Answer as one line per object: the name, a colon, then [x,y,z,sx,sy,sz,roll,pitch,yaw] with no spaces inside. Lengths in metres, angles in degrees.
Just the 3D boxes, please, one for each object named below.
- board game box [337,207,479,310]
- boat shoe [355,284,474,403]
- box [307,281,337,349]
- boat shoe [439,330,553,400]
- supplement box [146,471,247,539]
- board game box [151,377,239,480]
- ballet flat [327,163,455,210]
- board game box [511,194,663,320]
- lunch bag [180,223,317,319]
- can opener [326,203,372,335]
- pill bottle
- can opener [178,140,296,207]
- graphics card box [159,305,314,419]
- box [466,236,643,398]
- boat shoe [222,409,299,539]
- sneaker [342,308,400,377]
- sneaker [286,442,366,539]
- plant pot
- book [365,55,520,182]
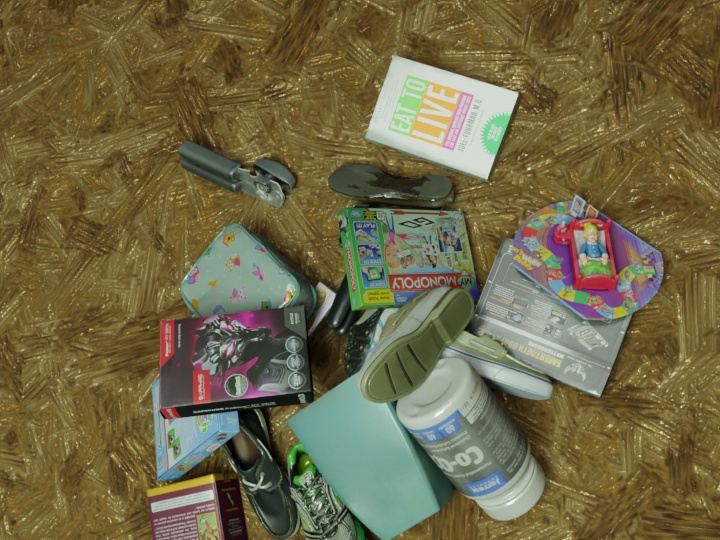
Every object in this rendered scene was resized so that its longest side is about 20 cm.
board game box: [0.069,-0.017,1.090,0.029,0.199,0.136,-30,66,55]
boat shoe: [0.061,0.093,1.006,0.200,0.075,0.068,-39,30,-29]
box: [-0.097,0.110,1.177,0.041,0.039,0.201,36,91,20]
boat shoe: [0.160,0.113,1.041,0.199,0.072,0.062,19,76,13]
supplement box: [-0.226,0.401,1.132,0.110,0.086,0.202,-15,75,12]
board game box: [-0.241,0.195,1.132,0.200,0.036,0.152,-41,50,42]
ballet flat: [0.045,-0.119,1.181,0.198,0.046,0.068,7,59,20]
board game box: [0.301,-0.027,1.045,0.158,0.039,0.200,-37,59,-22]
lunch bag: [-0.170,0.037,1.174,0.200,0.077,0.161,41,96,35]
can opener: [0.000,0.000,1.152,0.078,0.063,0.201,6,72,35]
pill bottle: [0.145,0.217,1.005,0.114,0.114,0.200,-37,110,6]
can opener: [-0.195,-0.161,1.261,0.199,0.054,0.067,26,55,19]
graphics card box: [-0.164,0.121,1.042,0.198,0.051,0.126,-5,61,-3]
box: [0.261,0.062,1.080,0.199,0.048,0.159,21,87,19]
boat shoe: [-0.150,0.292,1.130,0.071,0.068,0.201,-25,84,13]
sneaker: [0.039,0.066,1.122,0.072,0.072,0.201,8,69,62]
sneaker: [-0.058,0.311,1.040,0.078,0.085,0.200,-32,38,-4]
plant pot: [0.030,0.242,1.060,0.141,0.141,0.201,-36,78,15]
book: [0.121,-0.226,1.182,0.199,0.048,0.135,20,89,17]
